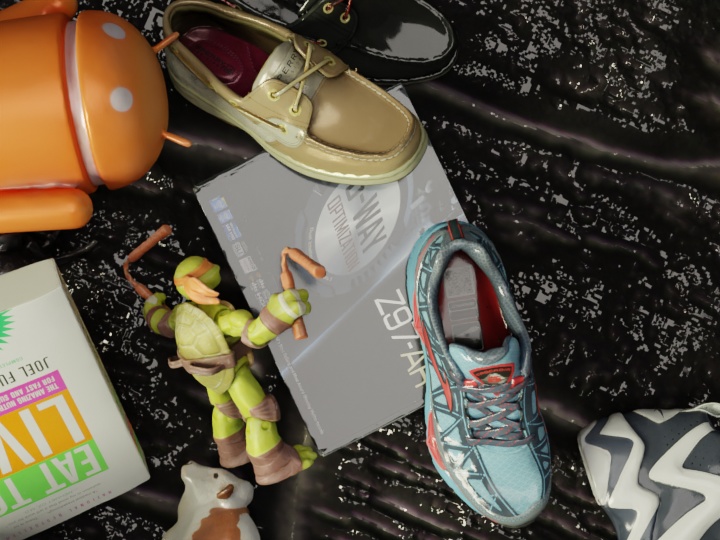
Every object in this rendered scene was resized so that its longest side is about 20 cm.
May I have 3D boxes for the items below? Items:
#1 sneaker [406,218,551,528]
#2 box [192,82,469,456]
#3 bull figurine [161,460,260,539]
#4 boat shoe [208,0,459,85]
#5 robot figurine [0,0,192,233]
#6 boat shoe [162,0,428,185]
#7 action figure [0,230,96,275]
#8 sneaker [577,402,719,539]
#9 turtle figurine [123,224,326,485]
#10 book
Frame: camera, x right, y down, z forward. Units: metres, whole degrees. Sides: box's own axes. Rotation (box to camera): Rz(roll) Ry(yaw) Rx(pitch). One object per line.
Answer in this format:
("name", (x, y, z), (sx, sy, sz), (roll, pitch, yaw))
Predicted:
("sneaker", (0.072, 0.068, 0.873), (0.078, 0.096, 0.202), (-16, 90, -2))
("box", (0.000, 0.000, 0.941), (0.159, 0.044, 0.202), (-25, 90, -2))
("bull figurine", (-0.104, 0.232, 0.922), (0.120, 0.065, 0.202), (-20, 89, -1))
("boat shoe", (-0.026, -0.181, 0.936), (0.199, 0.063, 0.074), (22, 83, -4))
("robot figurine", (-0.208, -0.103, 0.877), (0.197, 0.144, 0.118), (-8, 118, -1))
("boat shoe", (-0.049, -0.117, 0.896), (0.198, 0.067, 0.074), (24, 70, 20))
("action figure", (-0.272, 0.021, 0.903), (0.199, 0.102, 0.119), (-22, 67, -36))
("sneaker", (0.235, 0.181, 0.929), (0.128, 0.079, 0.201), (-20, 80, 6))
("turtle figurine", (-0.081, 0.055, 0.886), (0.064, 0.199, 0.163), (-36, 114, -41))
("book", (-0.220, 0.088, 0.865), (0.132, 0.201, 0.048), (-21, 48, -6))
